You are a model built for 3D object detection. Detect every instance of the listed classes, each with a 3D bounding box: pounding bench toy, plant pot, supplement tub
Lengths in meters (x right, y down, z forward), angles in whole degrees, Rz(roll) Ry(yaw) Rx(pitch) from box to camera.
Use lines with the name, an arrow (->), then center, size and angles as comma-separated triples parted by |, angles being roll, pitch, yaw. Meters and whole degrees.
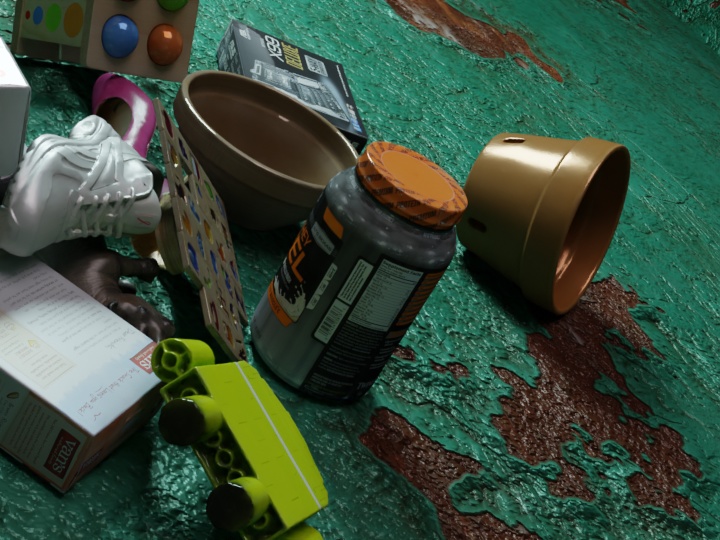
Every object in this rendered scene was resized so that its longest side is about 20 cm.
pounding bench toy -> -0.225, -0.263, 1.366 | 0.155, 0.125, 0.199 | 16, 10, 42
plant pot -> -0.104, -0.105, 1.320 | 0.200, 0.093, 0.201 | 26, 25, -13
plant pot -> 0.200, -0.069, 1.504 | 0.139, 0.201, 0.200 | 24, 21, 24
supplement tub -> 0.000, 0.000, 1.120 | 0.122, 0.201, 0.123 | 25, 25, -13

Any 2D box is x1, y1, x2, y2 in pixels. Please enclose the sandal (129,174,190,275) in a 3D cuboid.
sandal -> -0.168, -0.034, 1.144 | 0.212, 0.069, 0.078 | -79, 154, -79

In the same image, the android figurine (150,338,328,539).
android figurine -> -0.079, 0.125, 0.919 | 0.183, 0.041, 0.200 | 59, 7, 6

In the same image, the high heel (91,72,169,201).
high heel -> -0.238, -0.125, 1.239 | 0.096, 0.067, 0.201 | 21, 39, -45

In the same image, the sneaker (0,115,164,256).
sneaker -> -0.200, -0.056, 1.003 | 0.099, 0.078, 0.200 | 28, 27, 1

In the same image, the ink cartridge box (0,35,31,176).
ink cartridge box -> -0.357, -0.159, 1.032 | 0.144, 0.085, 0.200 | -7, 44, -33

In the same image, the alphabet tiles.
alphabet tiles -> -0.125, -0.018, 1.099 | 0.167, 0.008, 0.201 | 64, 10, -58

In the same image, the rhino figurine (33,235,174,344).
rhino figurine -> -0.207, 0.004, 1.041 | 0.087, 0.060, 0.200 | 6, 32, -46

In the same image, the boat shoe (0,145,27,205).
boat shoe -> -0.349, -0.126, 1.124 | 0.066, 0.070, 0.200 | -5, 51, -54

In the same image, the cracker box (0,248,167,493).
cracker box -> -0.240, 0.051, 0.925 | 0.199, 0.058, 0.134 | 34, 24, 7

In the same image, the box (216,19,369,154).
box -> -0.084, -0.210, 1.583 | 0.157, 0.050, 0.200 | 20, 28, -23
